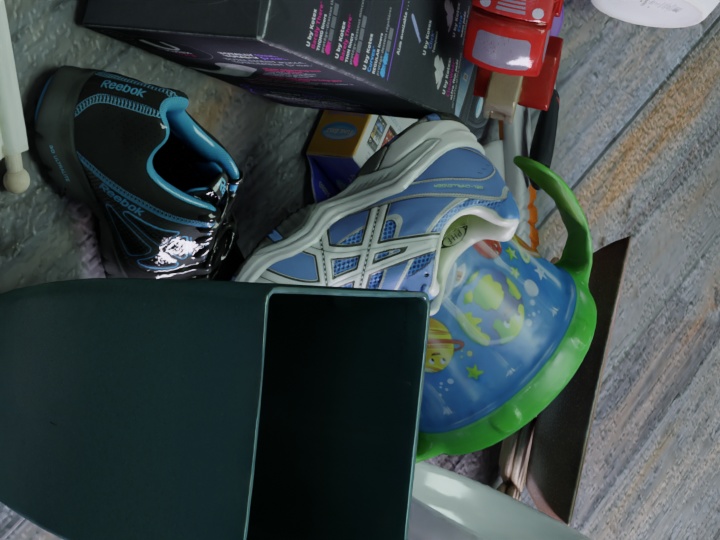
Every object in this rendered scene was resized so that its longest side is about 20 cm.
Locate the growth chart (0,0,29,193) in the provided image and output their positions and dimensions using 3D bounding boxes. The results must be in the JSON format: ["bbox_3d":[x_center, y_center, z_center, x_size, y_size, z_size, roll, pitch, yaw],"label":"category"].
[{"bbox_3d":[-0.224,-0.079,1.129,0.199,0.018,0.146,-19,112,-54],"label":"growth chart"}]

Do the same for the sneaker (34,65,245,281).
[{"bbox_3d":[-0.097,-0.026,1.275,0.200,0.081,0.074,57,47,-47],"label":"sneaker"}]

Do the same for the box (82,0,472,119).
[{"bbox_3d":[-0.037,-0.155,1.304,0.200,0.121,0.107,16,83,-58],"label":"box"}]

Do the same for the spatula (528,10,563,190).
[{"bbox_3d":[0.121,-0.125,1.595,0.201,0.020,0.057,-85,165,-46],"label":"spatula"}]

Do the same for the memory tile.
[{"bbox_3d":[0.110,0.095,1.609,0.153,0.017,0.202,47,56,-81],"label":"memory tile"}]

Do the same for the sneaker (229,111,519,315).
[{"bbox_3d":[0.000,0.000,1.315,0.200,0.077,0.076,-42,158,-7],"label":"sneaker"}]

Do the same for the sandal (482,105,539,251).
[{"bbox_3d":[0.082,-0.062,1.572,0.079,0.059,0.208,66,21,-62],"label":"sandal"}]

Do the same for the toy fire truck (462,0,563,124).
[{"bbox_3d":[0.090,-0.138,1.393,0.200,0.048,0.142,-65,168,-62],"label":"toy fire truck"}]

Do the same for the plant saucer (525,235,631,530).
[{"bbox_3d":[0.139,0.073,1.570,0.200,0.036,0.202,12,90,-84],"label":"plant saucer"}]

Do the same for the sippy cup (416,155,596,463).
[{"bbox_3d":[0.048,0.016,1.424,0.130,0.139,0.179,46,44,-24],"label":"sippy cup"}]

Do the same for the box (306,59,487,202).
[{"bbox_3d":[0.033,-0.102,1.497,0.119,0.041,0.201,50,53,-49],"label":"box"}]

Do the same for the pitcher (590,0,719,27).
[{"bbox_3d":[0.216,-0.279,1.644,0.172,0.120,0.202,126,-25,-79],"label":"pitcher"}]

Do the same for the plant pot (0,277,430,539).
[{"bbox_3d":[-0.090,0.069,1.195,0.141,0.199,0.143,3,94,-56],"label":"plant pot"}]

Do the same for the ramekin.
[{"bbox_3d":[0.070,0.192,1.432,0.200,0.200,0.098,17,99,-56],"label":"ramekin"}]
